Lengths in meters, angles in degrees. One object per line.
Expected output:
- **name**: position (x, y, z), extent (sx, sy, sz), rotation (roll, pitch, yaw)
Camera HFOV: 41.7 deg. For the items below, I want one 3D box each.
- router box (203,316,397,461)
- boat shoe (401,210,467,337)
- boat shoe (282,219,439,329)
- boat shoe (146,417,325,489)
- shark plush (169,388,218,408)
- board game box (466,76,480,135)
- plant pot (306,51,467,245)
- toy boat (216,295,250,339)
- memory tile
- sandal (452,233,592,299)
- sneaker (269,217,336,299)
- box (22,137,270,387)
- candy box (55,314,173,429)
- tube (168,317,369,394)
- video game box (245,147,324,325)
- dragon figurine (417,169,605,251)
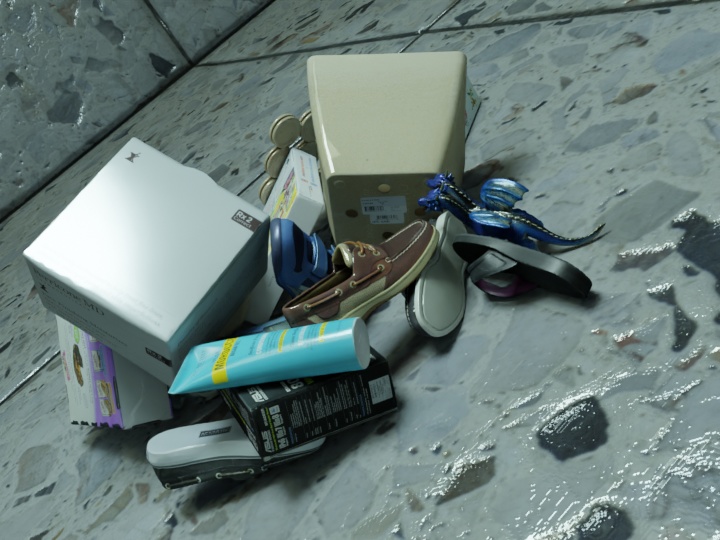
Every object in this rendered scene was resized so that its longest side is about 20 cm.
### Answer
- **router box**: position (-0.070, 0.112, 1.014), extent (0.149, 0.062, 0.200), rotation (-19, 22, -18)
- **boat shoe**: position (0.076, 0.008, 1.061), extent (0.060, 0.074, 0.200), rotation (-27, 30, 31)
- **boat shoe**: position (0.000, 0.000, 1.001), extent (0.200, 0.072, 0.072), rotation (-40, 20, -17)
- **boat shoe**: position (-0.128, 0.193, 1.006), extent (0.199, 0.057, 0.069), rotation (-8, 21, 13)
- **shark plush**: position (-0.216, 0.132, 1.194), extent (0.091, 0.083, 0.200), rotation (-44, 27, -18)
- **board game box**: position (0.088, -0.206, 1.425), extent (0.147, 0.064, 0.200), rotation (-17, 32, 33)
- **plant pot**: position (0.034, -0.136, 1.186), extent (0.199, 0.200, 0.178), rotation (0, 52, 5)
- **toy boat**: position (-0.219, 0.023, 1.256), extent (0.200, 0.130, 0.131), rotation (-43, 31, 54)
- **memory tile**: position (-0.063, -0.179, 1.414), extent (0.200, 0.154, 0.017), rotation (-19, 46, -38)
- **sandal**: position (0.152, 0.002, 0.985), extent (0.048, 0.075, 0.200), rotation (-59, 29, -7)
- **sneaker**: position (-0.050, -0.002, 1.111), extent (0.082, 0.200, 0.074), rotation (-9, 59, 14)
- **box**: position (-0.237, -0.010, 1.087), extent (0.200, 0.199, 0.131), rotation (-54, -13, -29)
- **candy box**: position (-0.326, 0.115, 1.231), extent (0.071, 0.168, 0.200), rotation (-8, -1, -35)
- **tube**: position (-0.091, 0.086, 0.944), extent (0.199, 0.051, 0.077), rotation (-10, 24, 17)
- **video game box**: position (-0.113, -0.050, 1.317), extent (0.182, 0.047, 0.200), rotation (-98, 33, -64)
- **dragon figurine**: position (0.155, -0.059, 1.028), extent (0.200, 0.099, 0.059), rotation (11, 64, 40)
